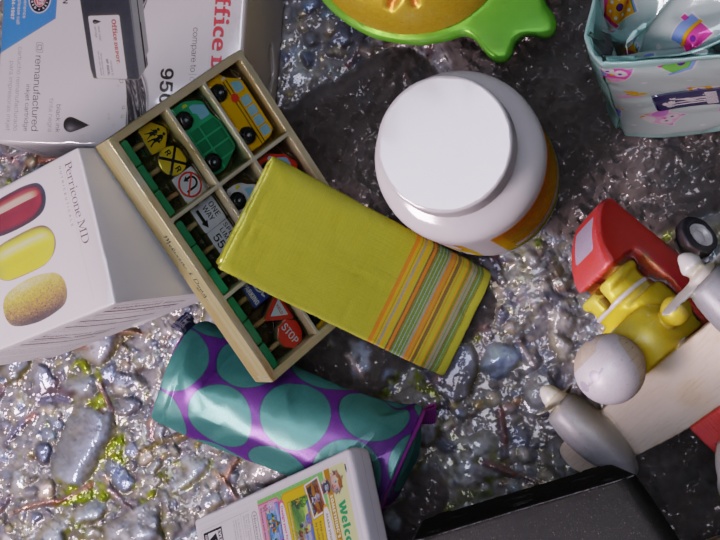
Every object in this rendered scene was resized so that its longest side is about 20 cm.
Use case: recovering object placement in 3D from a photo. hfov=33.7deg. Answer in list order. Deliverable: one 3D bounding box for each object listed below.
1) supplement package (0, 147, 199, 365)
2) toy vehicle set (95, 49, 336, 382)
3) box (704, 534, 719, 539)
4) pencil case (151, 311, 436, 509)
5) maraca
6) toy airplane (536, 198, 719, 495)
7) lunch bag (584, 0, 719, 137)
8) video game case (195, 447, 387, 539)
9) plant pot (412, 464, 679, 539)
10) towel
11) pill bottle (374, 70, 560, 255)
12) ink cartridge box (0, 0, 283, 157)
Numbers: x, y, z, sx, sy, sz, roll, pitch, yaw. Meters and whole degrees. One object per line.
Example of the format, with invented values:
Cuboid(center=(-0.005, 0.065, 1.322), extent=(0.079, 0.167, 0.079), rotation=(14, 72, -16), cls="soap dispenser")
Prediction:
Cuboid(center=(-0.217, -0.007, 0.874), extent=(0.199, 0.109, 0.114), rotation=(-20, 82, 35), cls="supplement package")
Cuboid(center=(-0.078, -0.038, 0.833), extent=(0.124, 0.026, 0.200), rotation=(-42, 107, -29), cls="toy vehicle set")
Cuboid(center=(0.282, 0.192, 0.812), extent=(0.199, 0.039, 0.042), rotation=(-24, 84, 12), cls="box")
Cuboid(center=(-0.052, 0.104, 0.875), extent=(0.199, 0.085, 0.093), rotation=(21, 48, 13), cls="pencil case")
Cuboid(center=(0.055, -0.224, 0.852), extent=(0.199, 0.107, 0.138), rotation=(21, 91, 13), cls="maraca")
Cuboid(center=(0.199, 0.068, 0.763), extent=(0.199, 0.141, 0.201), rotation=(23, 116, 53), cls="toy airplane")
Cuboid(center=(0.239, -0.171, 0.772), extent=(0.200, 0.170, 0.122), rotation=(-40, 72, 9), cls="lunch bag")
Cuboid(center=(-0.039, 0.244, 0.810), extent=(0.182, 0.022, 0.201), rotation=(-31, 62, 40), cls="video game case")
Cuboid(center=(0.124, 0.223, 0.723), extent=(0.199, 0.200, 0.178), rotation=(-16, 82, 4), cls="plant pot")
Cuboid(center=(0.000, 0.000, 0.839), extent=(0.199, 0.018, 0.086), rotation=(27, 89, -28), cls="towel")
Cuboid(center=(0.072, -0.070, 0.793), extent=(0.110, 0.200, 0.112), rotation=(-1, 87, 13), cls="pill bottle")
Cuboid(center=(-0.169, -0.161, 0.916), extent=(0.199, 0.084, 0.146), rotation=(3, 89, 13), cls="ink cartridge box")
